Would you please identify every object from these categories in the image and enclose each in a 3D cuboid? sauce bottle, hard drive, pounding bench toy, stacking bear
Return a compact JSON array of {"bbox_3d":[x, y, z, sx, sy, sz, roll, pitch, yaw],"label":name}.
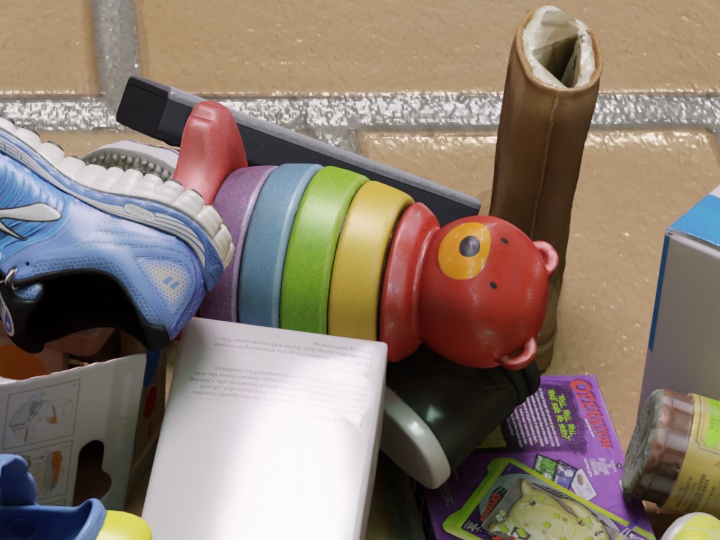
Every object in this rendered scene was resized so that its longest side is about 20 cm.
[{"bbox_3d":[0.241,0.118,1.266,0.198,0.065,0.065,16,34,-4],"label":"sauce bottle"},{"bbox_3d":[-0.040,-0.066,1.430,0.199,0.033,0.139,20,2,-17],"label":"hard drive"},{"bbox_3d":[-0.161,0.017,1.288,0.123,0.157,0.200,14,35,13],"label":"pounding bench toy"},{"bbox_3d":[0.000,0.000,1.231,0.198,0.114,0.122,10,55,14],"label":"stacking bear"}]

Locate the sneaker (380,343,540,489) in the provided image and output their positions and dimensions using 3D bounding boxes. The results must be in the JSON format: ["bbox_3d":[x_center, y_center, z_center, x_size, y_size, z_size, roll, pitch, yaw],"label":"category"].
[{"bbox_3d":[0.025,0.035,1.314,0.099,0.071,0.200,-32,43,-15],"label":"sneaker"}]

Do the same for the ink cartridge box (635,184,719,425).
[{"bbox_3d":[0.245,0.009,1.360,0.085,0.147,0.200,25,39,28],"label":"ink cartridge box"}]

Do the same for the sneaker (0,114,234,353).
[{"bbox_3d":[-0.166,-0.016,1.145,0.198,0.079,0.090,17,62,15],"label":"sneaker"}]

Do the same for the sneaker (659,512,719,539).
[{"bbox_3d":[0.196,0.187,1.145,0.075,0.077,0.201,17,34,-25],"label":"sneaker"}]

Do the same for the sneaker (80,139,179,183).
[{"bbox_3d":[-0.113,-0.048,1.415,0.114,0.073,0.200,-13,12,-35],"label":"sneaker"}]

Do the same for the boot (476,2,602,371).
[{"bbox_3d":[0.103,-0.065,1.401,0.065,0.201,0.176,1,35,-6],"label":"boot"}]

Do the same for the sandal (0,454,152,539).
[{"bbox_3d":[-0.187,0.145,1.088,0.087,0.200,0.080,46,25,-15],"label":"sandal"}]

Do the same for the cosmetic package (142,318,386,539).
[{"bbox_3d":[-0.051,0.129,1.149,0.107,0.085,0.201,8,51,3],"label":"cosmetic package"}]

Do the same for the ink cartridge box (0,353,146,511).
[{"bbox_3d":[-0.208,0.106,1.137,0.199,0.161,0.047,-11,41,-29],"label":"ink cartridge box"}]

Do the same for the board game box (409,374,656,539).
[{"bbox_3d":[0.091,0.127,1.277,0.119,0.033,0.201,-3,36,-7],"label":"board game box"}]
